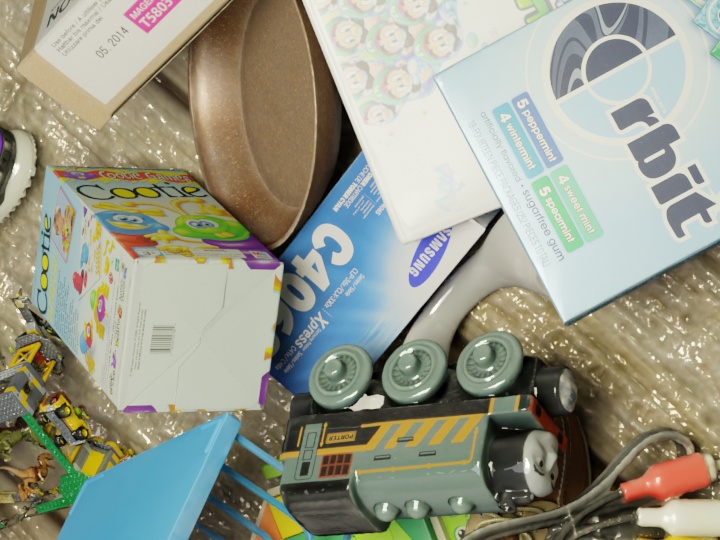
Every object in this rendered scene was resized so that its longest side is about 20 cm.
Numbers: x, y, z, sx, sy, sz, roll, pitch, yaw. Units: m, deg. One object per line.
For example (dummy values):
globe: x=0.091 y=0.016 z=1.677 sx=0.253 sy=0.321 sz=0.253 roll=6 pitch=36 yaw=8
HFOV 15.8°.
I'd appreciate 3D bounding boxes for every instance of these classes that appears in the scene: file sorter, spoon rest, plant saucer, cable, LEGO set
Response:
file sorter: x=-0.118 y=0.204 z=1.717 sx=0.123 sy=0.139 sz=0.200 roll=36 pitch=147 yaw=-19
spoon rest: x=0.103 y=0.004 z=1.648 sx=0.200 sy=0.099 sz=0.061 roll=-36 pitch=36 yaw=35
plant saucer: x=-0.059 y=-0.114 z=1.702 sx=0.200 sy=0.037 sz=0.201 roll=22 pitch=115 yaw=61
cable: x=0.148 y=0.151 z=1.605 sx=0.050 sy=0.199 sz=0.097 roll=157 pitch=106 yaw=-71
LEGO set: x=-0.253 y=0.106 z=1.884 sx=0.200 sy=0.116 sz=0.154 roll=-27 pitch=115 yaw=36

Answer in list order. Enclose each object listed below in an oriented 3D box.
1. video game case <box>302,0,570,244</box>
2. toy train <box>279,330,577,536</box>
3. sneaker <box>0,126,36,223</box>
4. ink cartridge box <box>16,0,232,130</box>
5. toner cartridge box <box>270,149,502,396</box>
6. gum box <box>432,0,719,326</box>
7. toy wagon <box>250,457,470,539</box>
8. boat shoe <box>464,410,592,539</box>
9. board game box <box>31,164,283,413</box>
video game case: x=0.072 y=-0.141 z=1.603 sx=0.182 sy=0.024 sz=0.201 roll=-22 pitch=95 yaw=7
toy train: x=0.040 y=0.106 z=1.629 sx=0.199 sy=0.085 sz=0.114 roll=-6 pitch=55 yaw=27
sneaker: x=-0.322 y=-0.033 z=1.871 sx=0.200 sy=0.099 sz=0.070 roll=-56 pitch=40 yaw=22
ink cartridge box: x=-0.128 y=-0.214 z=1.687 sx=0.075 sy=0.165 sz=0.200 roll=36 pitch=123 yaw=-22
toner cartridge box: x=0.000 y=0.000 z=1.703 sx=0.095 sy=0.043 sz=0.200 roll=39 pitch=124 yaw=2
gum box: x=0.170 y=-0.088 z=1.554 sx=0.200 sy=0.045 sz=0.170 roll=-28 pitch=84 yaw=3
toy wagon: x=0.016 y=0.183 z=1.755 sx=0.200 sy=0.040 sz=0.156 roll=-22 pitch=88 yaw=33
boat shoe: x=0.100 y=0.178 z=1.655 sx=0.075 sy=0.074 sz=0.201 roll=8 pitch=84 yaw=15
board game box: x=-0.137 y=0.009 z=1.718 sx=0.200 sy=0.103 sz=0.105 roll=-138 pitch=53 yaw=-59
